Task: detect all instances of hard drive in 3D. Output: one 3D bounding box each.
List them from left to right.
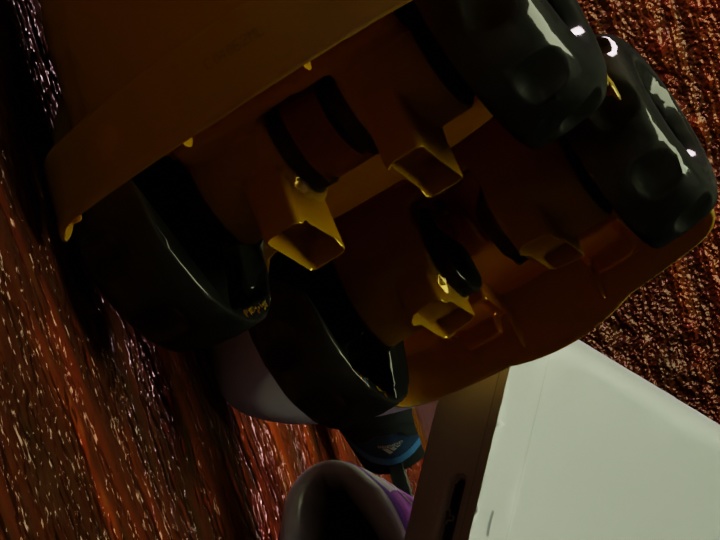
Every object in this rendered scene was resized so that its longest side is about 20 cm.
[{"bbox_3d":[0.081,0.103,0.906,0.200,0.026,0.132,29,70,-49],"label":"hard drive"}]

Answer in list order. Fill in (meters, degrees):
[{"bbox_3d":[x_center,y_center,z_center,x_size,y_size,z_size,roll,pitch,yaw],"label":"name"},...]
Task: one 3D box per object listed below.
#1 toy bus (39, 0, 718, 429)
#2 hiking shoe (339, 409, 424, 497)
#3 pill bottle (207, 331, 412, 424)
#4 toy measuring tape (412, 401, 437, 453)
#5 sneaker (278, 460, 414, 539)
[{"bbox_3d":[-0.012,-0.073,0.773,0.200,0.136,0.192,33,28,-56],"label":"toy bus"},{"bbox_3d":[0.000,0.000,1.223,0.087,0.074,0.200,80,9,-46],"label":"hiking shoe"},{"bbox_3d":[-0.015,-0.059,0.924,0.109,0.109,0.200,62,12,-69],"label":"pill bottle"},{"bbox_3d":[0.056,0.045,0.977,0.074,0.073,0.200,56,14,-75],"label":"toy measuring tape"},{"bbox_3d":[0.020,0.155,0.911,0.201,0.073,0.114,65,4,25],"label":"sneaker"}]
